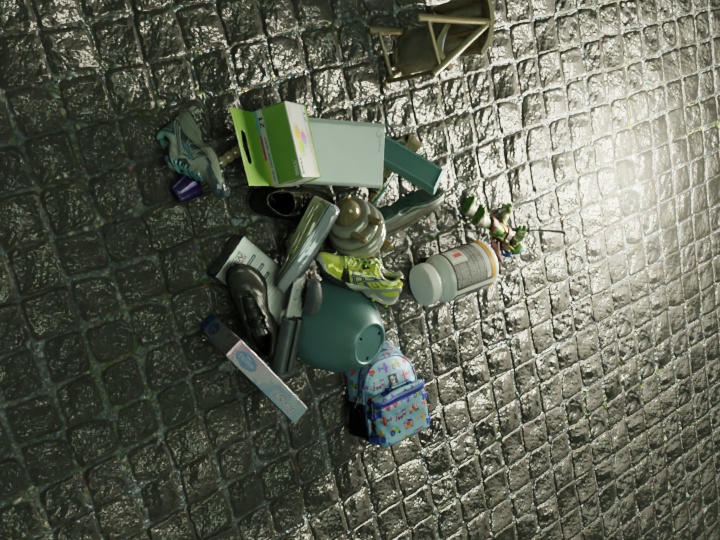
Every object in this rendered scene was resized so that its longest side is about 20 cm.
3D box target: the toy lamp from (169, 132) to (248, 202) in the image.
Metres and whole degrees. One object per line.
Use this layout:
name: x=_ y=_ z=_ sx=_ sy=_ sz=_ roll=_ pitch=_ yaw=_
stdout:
toy lamp: x=-0.276 y=-0.199 z=1.359 sx=0.199 sy=0.058 sz=0.059 roll=-39 pitch=114 yaw=-22

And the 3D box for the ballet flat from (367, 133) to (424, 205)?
ballet flat: x=0.061 y=-0.232 z=1.567 sx=0.075 sy=0.068 sz=0.200 roll=45 pitch=66 yaw=-5

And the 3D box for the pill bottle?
pill bottle: x=0.218 y=0.008 z=1.658 sx=0.196 sy=0.116 sz=0.119 roll=-17 pitch=105 yaw=-29

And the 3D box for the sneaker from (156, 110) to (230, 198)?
sneaker: x=-0.305 y=-0.195 z=1.289 sx=0.085 sy=0.201 sz=0.078 roll=-31 pitch=153 yaw=-12

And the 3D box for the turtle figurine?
turtle figurine: x=0.356 y=-0.131 z=1.714 sx=0.191 sy=0.199 sz=0.147 roll=23 pitch=50 yaw=-27

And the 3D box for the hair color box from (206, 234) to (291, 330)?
hair color box: x=-0.202 y=0.028 z=1.432 sx=0.200 sy=0.060 sz=0.101 roll=43 pitch=74 yaw=-29

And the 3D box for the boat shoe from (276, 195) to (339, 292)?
boat shoe: x=-0.115 y=-0.052 z=1.404 sx=0.061 sy=0.072 sz=0.202 roll=33 pitch=91 yaw=7

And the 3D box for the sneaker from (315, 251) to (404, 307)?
sneaker: x=0.000 y=0.000 z=1.456 sx=0.197 sy=0.076 sz=0.077 roll=23 pitch=117 yaw=-20

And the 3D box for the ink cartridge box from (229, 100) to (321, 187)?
ink cartridge box: x=-0.156 y=-0.238 z=1.338 sx=0.200 sy=0.074 sz=0.152 roll=-24 pitch=101 yaw=-72

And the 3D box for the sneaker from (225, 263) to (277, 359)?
sneaker: x=-0.201 y=0.080 z=1.353 sx=0.074 sy=0.091 sz=0.203 roll=-20 pitch=119 yaw=0

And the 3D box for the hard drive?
hard drive: x=-0.048 y=-0.244 z=1.475 sx=0.195 sy=0.027 sz=0.136 roll=2 pitch=94 yaw=-14

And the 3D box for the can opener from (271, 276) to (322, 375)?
can opener: x=-0.125 y=0.114 z=1.405 sx=0.053 sy=0.066 sz=0.205 roll=-1 pitch=105 yaw=-58

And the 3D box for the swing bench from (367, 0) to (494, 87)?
swing bench: x=0.157 y=-0.492 z=1.504 sx=0.197 sy=0.198 sz=0.132 roll=-27 pitch=110 yaw=-25

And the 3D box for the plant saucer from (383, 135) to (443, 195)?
plant saucer: x=0.088 y=-0.242 z=1.537 sx=0.197 sy=0.019 sz=0.071 roll=29 pitch=63 yaw=-2

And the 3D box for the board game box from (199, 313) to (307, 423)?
board game box: x=-0.210 y=0.186 z=1.367 sx=0.043 sy=0.198 sz=0.201 roll=-45 pitch=116 yaw=-13

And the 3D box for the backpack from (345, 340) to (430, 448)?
backpack: x=0.058 y=0.267 z=1.586 sx=0.179 sy=0.134 sz=0.205 roll=-12 pitch=100 yaw=-30

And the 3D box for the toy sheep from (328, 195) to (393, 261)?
toy sheep: x=-0.005 y=-0.080 z=1.495 sx=0.138 sy=0.137 sz=0.201 roll=-48 pitch=147 yaw=-17

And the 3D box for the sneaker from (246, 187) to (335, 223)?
sneaker: x=-0.122 y=-0.129 z=1.433 sx=0.196 sy=0.105 sz=0.077 roll=-3 pitch=98 yaw=-31

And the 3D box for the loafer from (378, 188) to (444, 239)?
loafer: x=0.106 y=-0.128 z=1.608 sx=0.197 sy=0.072 sz=0.064 roll=-24 pitch=129 yaw=-20

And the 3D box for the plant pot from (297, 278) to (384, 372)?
plant pot: x=-0.026 y=0.129 z=1.479 sx=0.198 sy=0.133 sz=0.205 roll=-23 pitch=123 yaw=-40
